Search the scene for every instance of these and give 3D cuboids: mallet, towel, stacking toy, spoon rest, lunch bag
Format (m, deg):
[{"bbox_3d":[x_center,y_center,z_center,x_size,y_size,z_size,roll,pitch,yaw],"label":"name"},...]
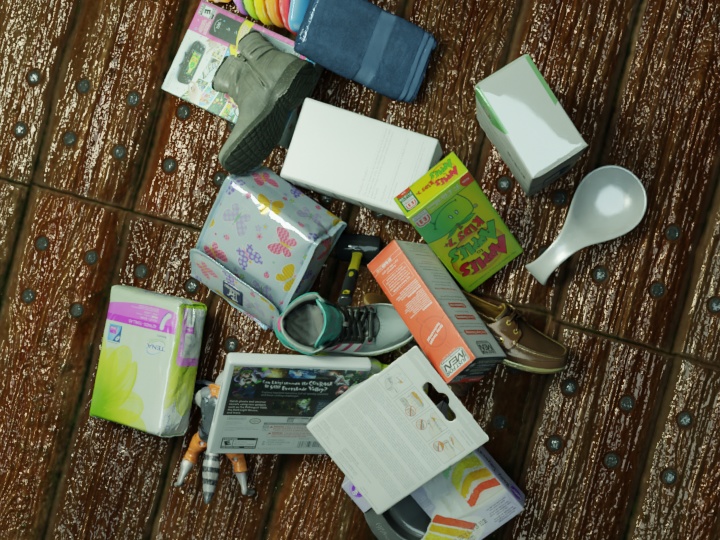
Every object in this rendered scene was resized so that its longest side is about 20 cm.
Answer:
[{"bbox_3d":[0.000,0.000,1.462,0.065,0.200,0.041,0,114,-1],"label":"mallet"},{"bbox_3d":[0.006,-0.323,1.495,0.199,0.049,0.112,21,94,-25],"label":"towel"},{"bbox_3d":[-0.146,-0.407,1.545,0.199,0.116,0.110,11,95,22],"label":"stacking toy"},{"bbox_3d":[0.317,-0.062,1.479,0.099,0.061,0.200,45,95,7],"label":"spoon rest"},{"bbox_3d":[-0.144,-0.022,1.504,0.169,0.127,0.200,36,121,8],"label":"lunch bag"}]

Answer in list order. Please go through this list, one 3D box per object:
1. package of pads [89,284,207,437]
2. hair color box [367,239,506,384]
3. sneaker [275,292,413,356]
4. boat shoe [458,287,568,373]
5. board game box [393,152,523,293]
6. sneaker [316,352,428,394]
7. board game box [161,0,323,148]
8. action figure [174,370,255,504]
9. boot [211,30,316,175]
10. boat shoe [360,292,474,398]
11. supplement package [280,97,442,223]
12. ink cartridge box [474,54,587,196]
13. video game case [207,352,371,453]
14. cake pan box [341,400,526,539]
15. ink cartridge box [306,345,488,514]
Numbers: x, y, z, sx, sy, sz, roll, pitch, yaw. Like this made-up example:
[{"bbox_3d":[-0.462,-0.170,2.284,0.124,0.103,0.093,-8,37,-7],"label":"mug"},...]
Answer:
[{"bbox_3d":[-0.308,0.132,1.533,0.154,0.068,0.201,10,90,33],"label":"package of pads"},{"bbox_3d":[0.103,0.055,1.425,0.061,0.101,0.200,-44,65,23],"label":"hair color box"},{"bbox_3d":[-0.025,0.072,1.420,0.199,0.121,0.084,-5,82,7],"label":"sneaker"},{"bbox_3d":[0.200,0.084,1.476,0.199,0.072,0.068,22,119,10],"label":"boat shoe"},{"bbox_3d":[0.138,-0.061,1.441,0.101,0.200,0.048,-38,46,5],"label":"board game box"},{"bbox_3d":[-0.001,0.169,1.510,0.199,0.076,0.106,22,116,27],"label":"sneaker"},{"bbox_3d":[-0.171,-0.290,1.553,0.199,0.064,0.148,25,92,7],"label":"board game box"},{"bbox_3d":[-0.179,0.235,1.522,0.199,0.105,0.195,9,100,11],"label":"action figure"},{"bbox_3d":[-0.162,-0.235,1.473,0.130,0.068,0.200,29,78,28],"label":"boot"},{"bbox_3d":[0.078,0.109,1.502,0.200,0.070,0.071,34,118,15],"label":"boat shoe"},{"bbox_3d":[0.004,-0.153,1.496,0.199,0.117,0.118,19,90,8],"label":"supplement package"},{"bbox_3d":[0.226,-0.191,1.426,0.087,0.200,0.146,-32,84,3],"label":"ink cartridge box"},{"bbox_3d":[-0.100,0.187,1.452,0.199,0.023,0.182,4,129,-18],"label":"video game case"},{"bbox_3d":[0.099,0.311,1.475,0.200,0.052,0.184,-38,92,18],"label":"cake pan box"},{"bbox_3d":[0.051,0.211,1.408,0.200,0.050,0.161,-39,91,18],"label":"ink cartridge box"}]
